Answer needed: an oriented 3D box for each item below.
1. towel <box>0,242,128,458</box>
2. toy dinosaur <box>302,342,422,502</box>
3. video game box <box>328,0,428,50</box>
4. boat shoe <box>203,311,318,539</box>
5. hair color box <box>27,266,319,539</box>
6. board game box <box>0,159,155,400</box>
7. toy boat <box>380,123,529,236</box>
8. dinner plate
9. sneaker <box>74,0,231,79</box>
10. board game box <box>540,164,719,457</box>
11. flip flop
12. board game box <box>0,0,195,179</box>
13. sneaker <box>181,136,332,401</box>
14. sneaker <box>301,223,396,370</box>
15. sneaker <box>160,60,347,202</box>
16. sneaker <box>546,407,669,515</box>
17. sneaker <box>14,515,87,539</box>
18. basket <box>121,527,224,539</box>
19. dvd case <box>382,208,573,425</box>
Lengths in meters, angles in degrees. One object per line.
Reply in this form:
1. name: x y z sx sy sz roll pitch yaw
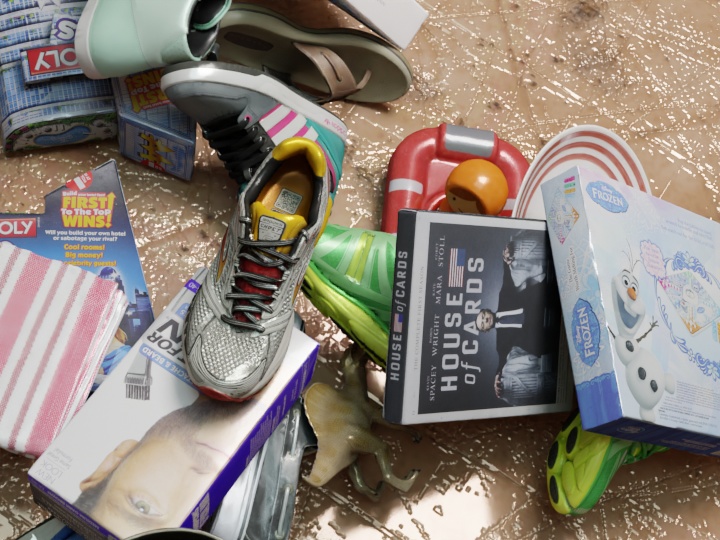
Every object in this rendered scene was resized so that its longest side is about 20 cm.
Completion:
1. towel: -0.287 0.048 0.986 0.198 0.030 0.147 18 63 2
2. toy dinosaur: -0.008 0.132 1.021 0.101 0.058 0.201 43 31 -13
3. video game box: -0.056 -0.279 1.132 0.182 0.200 0.047 42 98 32
4. boat shoe: -0.066 0.129 1.036 0.070 0.072 0.202 21 68 -15
5. hair color box: -0.128 0.107 0.948 0.109 0.065 0.201 32 63 10
6. board game box: -0.247 0.012 1.057 0.198 0.062 0.202 1 64 -9
7. toy boat: 0.086 -0.043 1.102 0.129 0.131 0.202 9 63 -5
8. dinner plate: 0.181 -0.019 1.109 0.199 0.024 0.203 -3 94 -43
9. sneaker: -0.148 -0.242 1.082 0.117 0.074 0.202 0 63 19
10. board game box: 0.232 0.037 1.046 0.199 0.043 0.201 16 59 -41
11. flip flop: -0.046 -0.174 1.148 0.198 0.081 0.058 13 57 -32
12. board game box: -0.212 -0.171 1.143 0.198 0.062 0.202 -10 66 -14
13. sneaker: -0.073 -0.006 0.932 0.077 0.082 0.202 16 68 0
14. sneaker: 0.000 0.000 1.032 0.200 0.074 0.084 45 78 4
15. sneaker: -0.086 -0.085 1.088 0.199 0.083 0.122 20 66 -47
16. sneaker: 0.216 0.122 1.066 0.084 0.074 0.200 44 54 -6
17. sneaker: -0.211 0.222 0.965 0.199 0.079 0.090 -32 88 -19
18. basket: -0.145 0.276 0.869 0.136 0.200 0.181 36 63 9
19. dvd case: 0.097 0.035 1.000 0.199 0.025 0.152 2 93 -46
